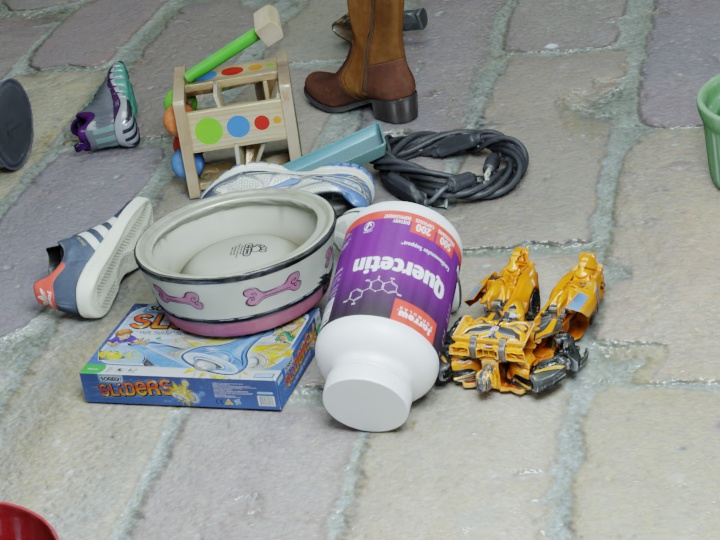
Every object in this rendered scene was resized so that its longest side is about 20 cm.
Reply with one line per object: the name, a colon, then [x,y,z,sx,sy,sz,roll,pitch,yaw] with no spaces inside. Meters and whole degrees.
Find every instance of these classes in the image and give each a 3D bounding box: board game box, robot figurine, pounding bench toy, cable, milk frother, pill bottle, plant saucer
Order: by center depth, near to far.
pill bottle: [0.024,0.041,1.487,0.112,0.113,0.200,0,49,16]
robot figurine: [0.148,0.047,1.531,0.145,0.058,0.200,4,29,26]
board game box: [-0.149,0.080,1.580,0.200,0.035,0.135,1,28,18]
plant saucer: [-0.062,-0.111,1.892,0.200,0.019,0.070,-23,26,5]
cable: [0.096,-0.131,1.902,0.163,0.051,0.200,-21,28,-20]
pounding bench toy: [-0.158,-0.207,1.960,0.156,0.200,0.124,-8,27,-1]
milk frother: [-0.526,-0.234,2.125,0.188,0.200,0.181,-1,24,14]

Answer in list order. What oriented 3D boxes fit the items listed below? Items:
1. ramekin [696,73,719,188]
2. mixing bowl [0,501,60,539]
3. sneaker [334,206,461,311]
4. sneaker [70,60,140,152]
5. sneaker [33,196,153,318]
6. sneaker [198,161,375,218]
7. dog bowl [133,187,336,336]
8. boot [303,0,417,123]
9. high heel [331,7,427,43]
ramekin: [0.464,-0.147,1.774,0.200,0.098,0.200,-7,27,4]
mixing bowl: [-0.300,0.265,1.183,0.200,0.109,0.200,-7,27,4]
sneaker: [0.000,0.000,1.648,0.115,0.076,0.200,-21,32,-26]
sneaker: [-0.342,-0.217,2.177,0.087,0.075,0.200,-15,28,-2]
sneaker: [-0.287,-0.022,1.774,0.084,0.075,0.200,5,30,15]
sneaker: [-0.082,-0.073,1.818,0.200,0.077,0.085,-8,31,1]
dog bowl: [-0.116,-0.007,1.616,0.200,0.074,0.200,-8,26,4]
boot: [-0.011,-0.295,2.089,0.068,0.200,0.188,-27,32,-32]
high heel: [-0.006,-0.312,2.279,0.142,0.072,0.200,-2,25,27]
